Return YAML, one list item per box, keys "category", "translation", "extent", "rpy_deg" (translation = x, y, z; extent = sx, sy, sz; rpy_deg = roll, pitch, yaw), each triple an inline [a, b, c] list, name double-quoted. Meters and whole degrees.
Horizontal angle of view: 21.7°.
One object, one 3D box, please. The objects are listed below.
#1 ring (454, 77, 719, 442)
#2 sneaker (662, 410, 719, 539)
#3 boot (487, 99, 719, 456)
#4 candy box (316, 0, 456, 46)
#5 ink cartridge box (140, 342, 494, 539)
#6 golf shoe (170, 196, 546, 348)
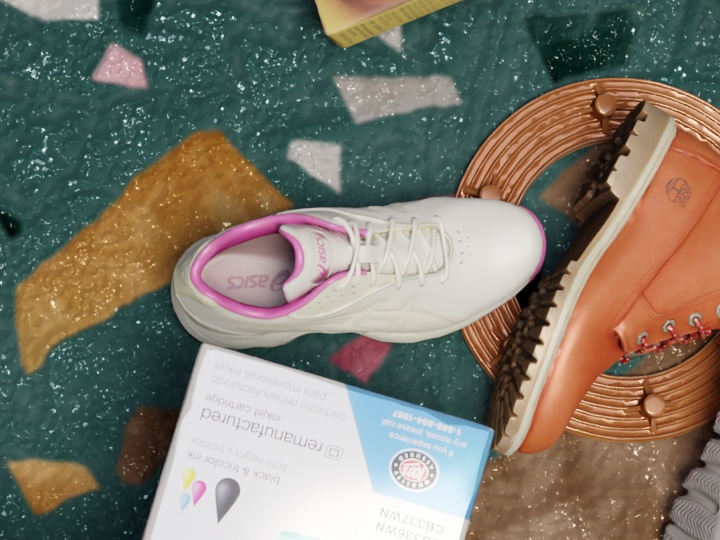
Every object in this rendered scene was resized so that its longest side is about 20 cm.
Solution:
- category: "ring"
  translation: [0.145, -0.007, 1.021]
  extent: [0.199, 0.019, 0.202]
  rpy_deg: [1, 82, -5]
- category: "sneaker"
  translation: [0.235, 0.114, 0.985]
  extent: [0.112, 0.078, 0.201]
  rpy_deg: [12, 103, -28]
- category: "boot"
  translation: [0.143, 0.022, 0.974]
  extent: [0.107, 0.075, 0.201]
  rpy_deg: [32, 80, -6]
- category: "candy box"
  translation: [0.058, -0.210, 0.986]
  extent: [0.199, 0.056, 0.117]
  rpy_deg: [-21, 85, 8]
- category: "ink cartridge box"
  translation: [-0.038, 0.156, 0.915]
  extent: [0.146, 0.146, 0.201]
  rpy_deg: [16, 82, -3]
- category: "golf shoe"
  translation: [0.000, 0.000, 0.963]
  extent: [0.199, 0.092, 0.076]
  rpy_deg: [-10, 81, -2]
